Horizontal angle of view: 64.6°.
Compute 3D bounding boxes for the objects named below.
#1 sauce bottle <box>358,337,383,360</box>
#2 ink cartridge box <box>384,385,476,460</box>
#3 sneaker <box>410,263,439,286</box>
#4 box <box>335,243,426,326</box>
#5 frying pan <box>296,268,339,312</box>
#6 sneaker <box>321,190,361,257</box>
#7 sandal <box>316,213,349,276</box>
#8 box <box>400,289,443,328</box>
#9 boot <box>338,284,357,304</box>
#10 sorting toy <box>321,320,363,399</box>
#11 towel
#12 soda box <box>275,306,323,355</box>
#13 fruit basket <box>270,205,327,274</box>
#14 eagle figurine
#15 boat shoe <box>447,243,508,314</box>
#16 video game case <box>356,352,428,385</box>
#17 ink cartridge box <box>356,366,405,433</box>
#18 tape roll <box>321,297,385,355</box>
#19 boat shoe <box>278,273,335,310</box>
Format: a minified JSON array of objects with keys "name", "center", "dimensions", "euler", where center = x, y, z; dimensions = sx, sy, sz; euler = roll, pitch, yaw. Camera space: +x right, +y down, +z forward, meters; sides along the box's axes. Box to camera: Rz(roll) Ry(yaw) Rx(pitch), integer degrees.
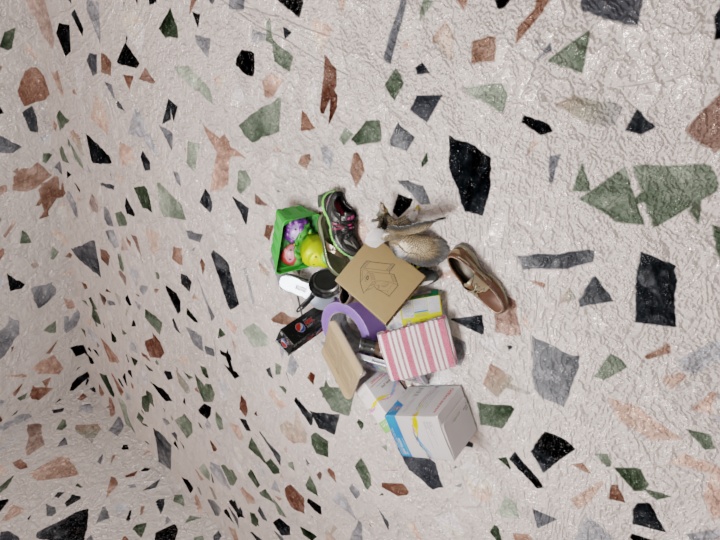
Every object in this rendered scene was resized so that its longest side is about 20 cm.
[{"name":"sauce bottle","center":[0.092,0.234,1.637],"dimensions":[0.193,0.065,0.066],"euler":[12,124,4]},{"name":"ink cartridge box","center":[0.202,0.434,1.632],"dimensions":[0.197,0.146,0.148],"euler":[-12,107,44]},{"name":"sneaker","center":[0.120,-0.011,1.534],"dimensions":[0.195,0.074,0.088],"euler":[11,106,30]},{"name":"box","center":[0.050,0.023,1.500],"dimensions":[0.199,0.164,0.021],"euler":[39,173,27]},{"name":"frying pan","center":[-0.120,0.067,1.783],"dimensions":[0.112,0.031,0.193],"euler":[17,123,-16]},{"name":"sneaker","center":[-0.047,-0.131,1.625],"dimensions":[0.083,0.076,0.205],"euler":[-17,101,48]},{"name":"sandal","center":[-0.072,-0.072,1.674],"dimensions":[0.057,0.079,0.206],"euler":[-11,103,48]},{"name":"box","center":[0.173,0.161,1.555],"dimensions":[0.113,0.049,0.206],"euler":[-8,107,4]},{"name":"boot","center":[0.000,0.000,1.598],"dimensions":[0.069,0.145,0.205],"euler":[25,127,30]},{"name":"sorting toy","center":[-0.052,0.266,1.699],"dimensions":[0.188,0.036,0.202],"euler":[58,153,22]},{"name":"towel","center":[0.154,0.211,1.534],"dimensions":[0.194,0.030,0.151],"euler":[-14,106,9]},{"name":"soda box","center":[-0.177,0.184,1.817],"dimensions":[0.071,0.198,0.064],"euler":[43,133,14]},{"name":"fruit basket","center":[-0.177,-0.073,1.738],"dimensions":[0.214,0.152,0.223],"euler":[26,122,51]},{"name":"eagle figurine","center":[0.122,-0.100,1.453],"dimensions":[0.198,0.150,0.155],"euler":[32,110,32]},{"name":"boat shoe","center":[0.283,0.030,1.407],"dimensions":[0.201,0.071,0.076],"euler":[50,135,11]},{"name":"video game case","center":[0.093,0.288,1.657],"dimensions":[0.194,0.019,0.144],"euler":[13,162,20]},{"name":"ink cartridge box","center":[0.066,0.375,1.750],"dimensions":[0.202,0.116,0.067],"euler":[52,139,8]},{"name":"tape roll","center":[-0.022,0.174,1.754],"dimensions":[0.196,0.084,0.206],"euler":[20,123,33]},{"name":"boat shoe","center":[-0.169,0.065,1.838],"dimensions":[0.194,0.068,0.076],"euler":[20,102,1]}]
